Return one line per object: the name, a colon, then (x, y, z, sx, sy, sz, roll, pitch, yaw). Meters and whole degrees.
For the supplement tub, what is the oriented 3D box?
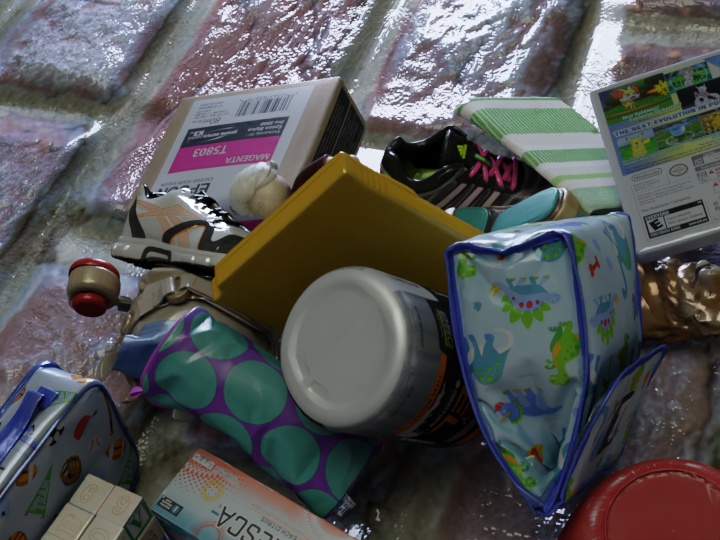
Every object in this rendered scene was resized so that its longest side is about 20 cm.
supplement tub: (0.039, 0.073, 1.000, 0.121, 0.199, 0.124, -8, 75, 33)

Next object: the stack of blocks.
stack of blocks: (-0.235, 0.260, 0.979, 0.058, 0.116, 0.201, 17, 56, 26)

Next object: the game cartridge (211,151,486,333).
game cartridge: (0.000, 0.000, 1.044, 0.176, 0.199, 0.033, -39, 42, 29)

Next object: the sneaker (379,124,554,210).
sneaker: (0.106, -0.091, 1.211, 0.197, 0.088, 0.074, 2, 50, 12)

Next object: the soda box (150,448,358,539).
soda box: (-0.068, 0.221, 1.006, 0.198, 0.064, 0.069, 24, 60, 31)

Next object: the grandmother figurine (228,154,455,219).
grandmother figurine: (-0.019, -0.051, 1.104, 0.197, 0.123, 0.061, 14, 36, 9)

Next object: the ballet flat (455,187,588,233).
ballet flat: (0.129, -0.024, 1.147, 0.199, 0.063, 0.069, -11, 46, 55)

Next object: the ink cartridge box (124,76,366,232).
ink cartridge box: (-0.111, -0.100, 1.257, 0.197, 0.075, 0.166, -4, 47, 28)

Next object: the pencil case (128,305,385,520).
pencil case: (-0.080, 0.117, 1.026, 0.199, 0.085, 0.093, 35, 99, 0)

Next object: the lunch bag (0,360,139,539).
lunch bag: (-0.265, 0.176, 1.028, 0.075, 0.161, 0.201, 16, 56, 25)

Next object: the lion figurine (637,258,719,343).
lion figurine: (0.220, 0.039, 1.097, 0.198, 0.073, 0.123, -30, 56, 6)

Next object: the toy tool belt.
toy tool belt: (-0.166, 0.067, 1.109, 0.197, 0.125, 0.124, 13, 55, -12)

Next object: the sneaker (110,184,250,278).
sneaker: (-0.144, -0.036, 1.139, 0.198, 0.073, 0.081, 9, 80, 35)

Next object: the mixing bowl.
mixing bowl: (0.223, 0.212, 0.912, 0.197, 0.109, 0.202, -7, 50, 9)

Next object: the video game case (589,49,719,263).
video game case: (0.313, -0.111, 1.097, 0.197, 0.022, 0.184, -17, 56, 12)

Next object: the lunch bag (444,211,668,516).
lunch bag: (0.152, 0.065, 0.960, 0.126, 0.203, 0.169, -5, 4, 28)

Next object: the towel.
towel: (0.197, -0.108, 1.200, 0.151, 0.024, 0.200, -5, 38, -40)
